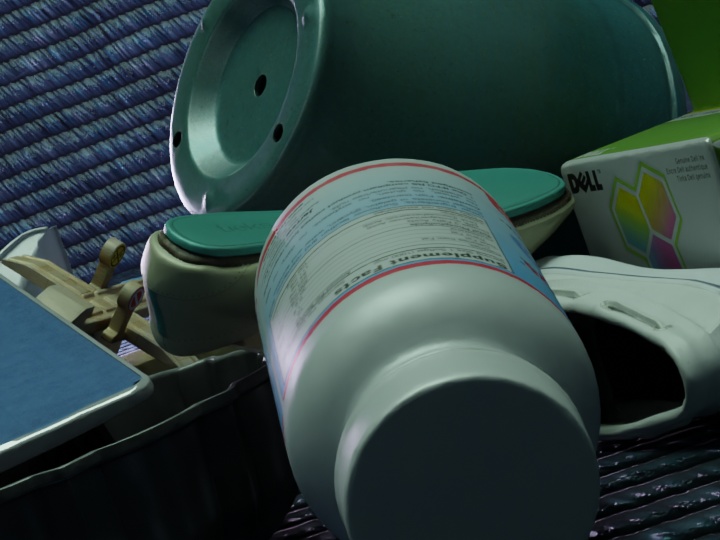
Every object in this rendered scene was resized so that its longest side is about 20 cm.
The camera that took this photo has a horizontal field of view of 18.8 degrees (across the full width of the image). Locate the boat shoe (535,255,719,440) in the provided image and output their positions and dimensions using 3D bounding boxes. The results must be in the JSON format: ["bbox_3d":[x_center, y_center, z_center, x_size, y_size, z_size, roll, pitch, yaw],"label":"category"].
[{"bbox_3d":[0.087,0.032,0.880,0.065,0.074,0.200,-19,3,-31],"label":"boat shoe"}]

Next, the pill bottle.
[{"bbox_3d":[0.023,0.037,0.766,0.108,0.109,0.200,-21,21,0],"label":"pill bottle"}]

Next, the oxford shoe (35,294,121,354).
[{"bbox_3d":[-0.163,0.055,1.089,0.057,0.076,0.200,17,12,17],"label":"oxford shoe"}]

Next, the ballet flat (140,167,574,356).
[{"bbox_3d":[0.000,0.000,0.912,0.199,0.070,0.069,-8,-1,-26],"label":"ballet flat"}]

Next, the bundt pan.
[{"bbox_3d":[-0.113,0.103,0.922,0.201,0.076,0.202,-21,6,2],"label":"bundt pan"}]

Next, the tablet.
[{"bbox_3d":[-0.182,0.050,0.944,0.130,0.014,0.200,-24,25,-22],"label":"tablet"}]

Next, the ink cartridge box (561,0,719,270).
[{"bbox_3d":[0.140,-0.060,0.906,0.075,0.201,0.148,-22,5,-17],"label":"ink cartridge box"}]

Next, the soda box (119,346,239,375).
[{"bbox_3d":[-0.060,0.060,1.185,0.199,0.068,0.064,-19,6,20],"label":"soda box"}]

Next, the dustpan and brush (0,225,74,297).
[{"bbox_3d":[-0.206,0.087,1.162,0.057,0.140,0.201,4,44,17],"label":"dustpan and brush"}]

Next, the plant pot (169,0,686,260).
[{"bbox_3d":[0.020,-0.065,1.037,0.187,0.202,0.200,17,-17,-32],"label":"plant pot"}]

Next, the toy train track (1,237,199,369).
[{"bbox_3d":[-0.111,0.004,1.141,0.033,0.114,0.200,-64,-16,15],"label":"toy train track"}]
